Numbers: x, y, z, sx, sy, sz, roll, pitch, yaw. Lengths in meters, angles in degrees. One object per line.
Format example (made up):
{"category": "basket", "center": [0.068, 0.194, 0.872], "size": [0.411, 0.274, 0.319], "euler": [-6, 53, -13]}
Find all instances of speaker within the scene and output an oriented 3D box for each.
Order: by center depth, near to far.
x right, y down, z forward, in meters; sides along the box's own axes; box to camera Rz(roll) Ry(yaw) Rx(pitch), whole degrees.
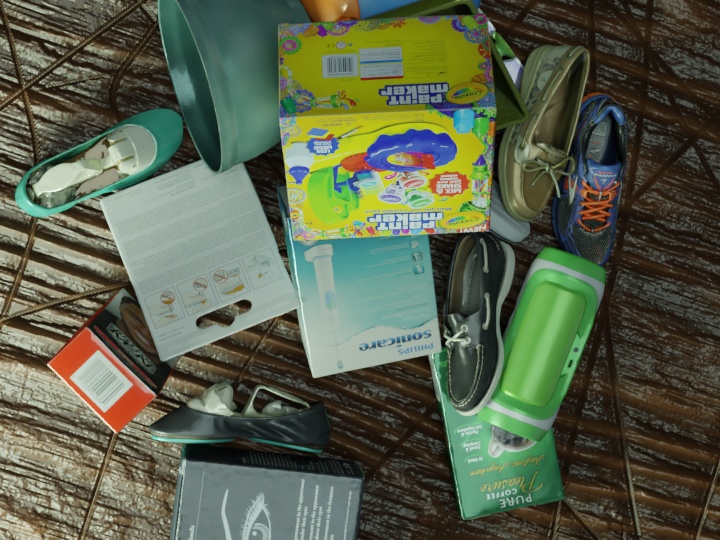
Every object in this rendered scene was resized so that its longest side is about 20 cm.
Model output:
{"category": "speaker", "center": [0.196, 0.080, 1.726], "size": [0.088, 0.088, 0.200], "euler": [22, 88, -7]}

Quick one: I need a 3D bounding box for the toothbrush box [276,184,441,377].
{"category": "toothbrush box", "center": [0.000, 0.000, 1.706], "size": [0.146, 0.085, 0.200], "euler": [-12, 119, -5]}

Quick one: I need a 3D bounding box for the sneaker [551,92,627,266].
{"category": "sneaker", "center": [0.257, -0.099, 1.768], "size": [0.075, 0.078, 0.200], "euler": [2, 93, -6]}

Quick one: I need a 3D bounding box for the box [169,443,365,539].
{"category": "box", "center": [-0.105, 0.275, 1.735], "size": [0.200, 0.104, 0.148], "euler": [8, 92, -6]}

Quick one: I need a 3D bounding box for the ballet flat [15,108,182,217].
{"category": "ballet flat", "center": [-0.277, -0.113, 1.712], "size": [0.200, 0.070, 0.067], "euler": [-27, 95, -4]}

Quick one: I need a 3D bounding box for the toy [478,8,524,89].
{"category": "toy", "center": [0.085, -0.190, 1.759], "size": [0.200, 0.047, 0.115], "euler": [-39, 96, -4]}

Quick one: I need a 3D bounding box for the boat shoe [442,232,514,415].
{"category": "boat shoe", "center": [0.118, 0.054, 1.717], "size": [0.060, 0.074, 0.200], "euler": [25, 72, -40]}

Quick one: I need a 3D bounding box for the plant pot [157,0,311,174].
{"category": "plant pot", "center": [-0.117, -0.215, 1.670], "size": [0.134, 0.200, 0.200], "euler": [-18, 95, -15]}

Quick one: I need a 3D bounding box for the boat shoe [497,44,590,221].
{"category": "boat shoe", "center": [0.202, -0.152, 1.749], "size": [0.073, 0.063, 0.200], "euler": [13, 85, -41]}

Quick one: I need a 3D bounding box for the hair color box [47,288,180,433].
{"category": "hair color box", "center": [-0.250, 0.090, 1.658], "size": [0.061, 0.200, 0.102], "euler": [-43, 97, 8]}

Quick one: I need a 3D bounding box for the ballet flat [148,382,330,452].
{"category": "ballet flat", "center": [-0.130, 0.157, 1.745], "size": [0.200, 0.073, 0.073], "euler": [6, 92, -13]}

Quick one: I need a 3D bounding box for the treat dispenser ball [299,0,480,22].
{"category": "treat dispenser ball", "center": [0.031, -0.311, 1.669], "size": [0.201, 0.201, 0.201], "euler": [0, 93, -6]}

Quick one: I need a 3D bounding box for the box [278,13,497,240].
{"category": "box", "center": [0.026, -0.136, 1.553], "size": [0.200, 0.193, 0.122], "euler": [-3, 55, 1]}

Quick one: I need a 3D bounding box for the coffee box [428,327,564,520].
{"category": "coffee box", "center": [0.150, 0.169, 1.787], "size": [0.123, 0.044, 0.200], "euler": [-12, 93, -7]}

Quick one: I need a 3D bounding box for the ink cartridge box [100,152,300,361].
{"category": "ink cartridge box", "center": [-0.169, -0.015, 1.705], "size": [0.162, 0.050, 0.200], "euler": [-22, 73, -5]}

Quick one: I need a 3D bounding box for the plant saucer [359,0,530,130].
{"category": "plant saucer", "center": [0.047, -0.199, 1.615], "size": [0.200, 0.200, 0.048], "euler": [-16, 54, 16]}

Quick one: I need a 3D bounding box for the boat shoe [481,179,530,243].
{"category": "boat shoe", "center": [0.094, -0.082, 1.760], "size": [0.200, 0.072, 0.071], "euler": [32, 121, -17]}
